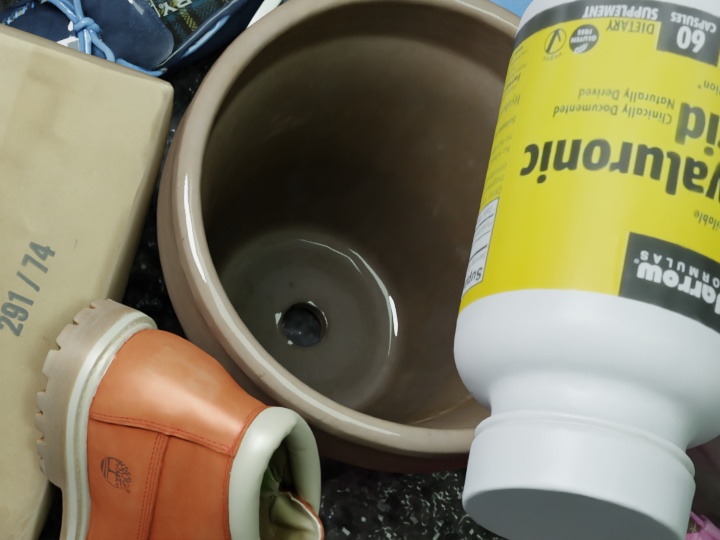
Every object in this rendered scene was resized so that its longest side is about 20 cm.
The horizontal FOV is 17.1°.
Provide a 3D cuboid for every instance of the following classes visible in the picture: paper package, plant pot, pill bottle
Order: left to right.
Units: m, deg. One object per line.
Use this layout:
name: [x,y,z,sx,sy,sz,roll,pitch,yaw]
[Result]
paper package: [-0.190,-0.004,0.964,0.190,0.103,0.201,17,86,-11]
plant pot: [0.000,0.000,1.015,0.199,0.175,0.202,5,71,-16]
pill bottle: [0.095,0.000,0.892,0.111,0.111,0.201,17,68,-13]

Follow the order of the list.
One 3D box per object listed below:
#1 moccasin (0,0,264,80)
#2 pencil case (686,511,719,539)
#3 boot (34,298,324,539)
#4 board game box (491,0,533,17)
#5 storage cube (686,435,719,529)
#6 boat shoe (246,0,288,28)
moccasin: [-0.110,-0.117,1.074,0.200,0.068,0.081,-38,87,-25]
pencil case: [0.084,0.174,1.033,0.091,0.094,0.200,46,64,0]
boot: [-0.064,0.111,0.943,0.107,0.201,0.075,21,48,21]
board game box: [0.115,-0.049,1.145,0.158,0.039,0.201,-32,94,-23]
storage cube: [0.227,0.048,1.061,0.180,0.171,0.200,-40,99,-20]
boat shoe: [0.011,-0.134,1.119,0.062,0.075,0.200,43,53,2]
